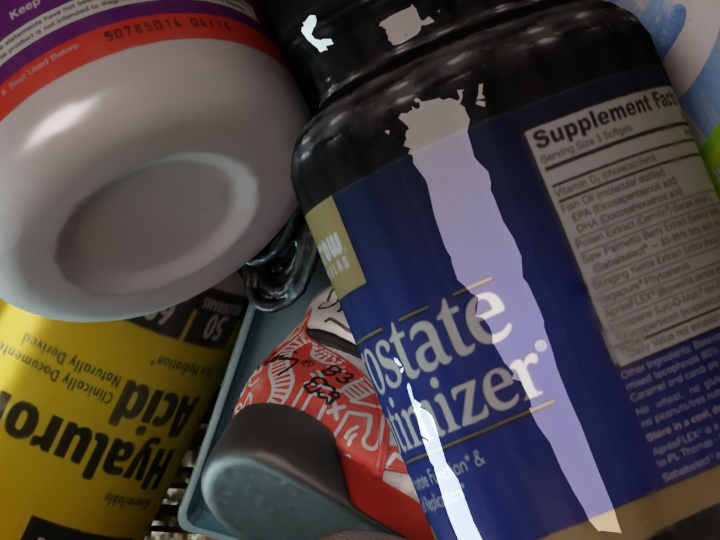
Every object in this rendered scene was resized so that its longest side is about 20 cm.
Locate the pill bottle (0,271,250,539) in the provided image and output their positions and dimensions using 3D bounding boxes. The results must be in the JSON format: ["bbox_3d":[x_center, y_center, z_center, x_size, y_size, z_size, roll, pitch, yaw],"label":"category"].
[{"bbox_3d":[-0.119,0.059,0.923,0.111,0.111,0.201,30,99,29],"label":"pill bottle"}]

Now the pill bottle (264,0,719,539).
[{"bbox_3d":[0.047,-0.006,0.749,0.111,0.112,0.201,-25,85,24],"label":"pill bottle"}]

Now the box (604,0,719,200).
[{"bbox_3d":[0.124,-0.107,0.792,0.201,0.101,0.113,57,138,22],"label":"box"}]

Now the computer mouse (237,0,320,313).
[{"bbox_3d":[-0.041,-0.095,0.887,0.139,0.052,0.200,-59,35,23],"label":"computer mouse"}]

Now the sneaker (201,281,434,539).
[{"bbox_3d":[0.057,0.076,0.844,0.201,0.108,0.067,31,141,-1],"label":"sneaker"}]

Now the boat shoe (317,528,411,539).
[{"bbox_3d":[0.041,0.162,0.798,0.200,0.075,0.073,47,143,-9],"label":"boat shoe"}]

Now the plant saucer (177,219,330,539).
[{"bbox_3d":[0.000,0.000,0.898,0.069,0.019,0.201,18,94,-13],"label":"plant saucer"}]

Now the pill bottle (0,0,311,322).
[{"bbox_3d":[-0.097,-0.090,0.834,0.112,0.112,0.201,-38,57,20],"label":"pill bottle"}]
